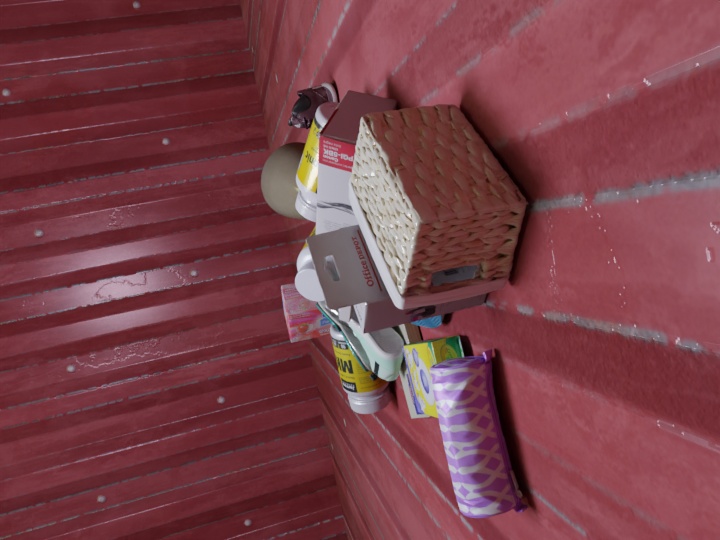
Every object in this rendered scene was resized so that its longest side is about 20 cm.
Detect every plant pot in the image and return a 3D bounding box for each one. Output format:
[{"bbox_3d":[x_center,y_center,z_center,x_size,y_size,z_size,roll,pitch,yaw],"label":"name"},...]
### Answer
[{"bbox_3d":[-0.115,-0.195,1.331,0.200,0.186,0.189,33,135,56],"label":"plant pot"}]

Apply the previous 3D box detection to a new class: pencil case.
[{"bbox_3d":[0.145,0.205,0.704,0.085,0.084,0.202,-16,87,43],"label":"pencil case"}]

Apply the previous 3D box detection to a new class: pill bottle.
[{"bbox_3d":[-0.070,-0.028,1.201,0.201,0.111,0.113,-69,-20,-51],"label":"pill bottle"},{"bbox_3d":[0.005,0.206,1.254,0.114,0.113,0.202,-137,33,-69],"label":"pill bottle"},{"bbox_3d":[-0.054,-0.190,1.024,0.201,0.110,0.112,-66,33,37],"label":"pill bottle"}]

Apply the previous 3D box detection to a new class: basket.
[{"bbox_3d":[0.075,-0.079,0.620,0.124,0.134,0.201,94,159,-47],"label":"basket"}]

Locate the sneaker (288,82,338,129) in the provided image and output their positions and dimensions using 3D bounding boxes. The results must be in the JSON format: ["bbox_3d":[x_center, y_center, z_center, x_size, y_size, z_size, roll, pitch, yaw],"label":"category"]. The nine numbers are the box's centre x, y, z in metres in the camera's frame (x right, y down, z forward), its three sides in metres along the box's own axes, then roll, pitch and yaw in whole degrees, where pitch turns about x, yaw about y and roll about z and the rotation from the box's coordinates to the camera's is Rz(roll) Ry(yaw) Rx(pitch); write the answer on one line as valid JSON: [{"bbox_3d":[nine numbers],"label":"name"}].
[{"bbox_3d":[-0.097,-0.302,1.234,0.076,0.115,0.202,175,83,-78],"label":"sneaker"}]

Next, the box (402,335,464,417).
[{"bbox_3d":[0.120,0.162,0.853,0.200,0.048,0.118,138,119,-74],"label":"box"}]

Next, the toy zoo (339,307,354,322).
[{"bbox_3d":[0.000,0.000,0.987,0.200,0.020,0.132,-59,-18,-60],"label":"toy zoo"}]

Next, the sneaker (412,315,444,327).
[{"bbox_3d":[0.082,-0.004,0.817,0.076,0.081,0.201,-2,124,34],"label":"sneaker"}]

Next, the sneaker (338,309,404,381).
[{"bbox_3d":[0.012,0.121,1.071,0.201,0.073,0.119,53,156,37],"label":"sneaker"}]

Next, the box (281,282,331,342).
[{"bbox_3d":[-0.076,0.082,1.308,0.095,0.198,0.103,-112,16,-44],"label":"box"}]

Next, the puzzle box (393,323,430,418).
[{"bbox_3d":[0.093,0.167,1.028,0.133,0.025,0.202,121,136,-73],"label":"puzzle box"}]

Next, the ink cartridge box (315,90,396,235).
[{"bbox_3d":[-0.009,-0.151,0.880,0.147,0.082,0.201,-67,-12,-45],"label":"ink cartridge box"}]

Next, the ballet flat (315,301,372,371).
[{"bbox_3d":[-0.019,0.113,1.146,0.200,0.069,0.070,49,153,34],"label":"ballet flat"}]

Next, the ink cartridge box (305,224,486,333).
[{"bbox_3d":[0.042,0.000,0.683,0.068,0.198,0.116,94,160,-52],"label":"ink cartridge box"}]
